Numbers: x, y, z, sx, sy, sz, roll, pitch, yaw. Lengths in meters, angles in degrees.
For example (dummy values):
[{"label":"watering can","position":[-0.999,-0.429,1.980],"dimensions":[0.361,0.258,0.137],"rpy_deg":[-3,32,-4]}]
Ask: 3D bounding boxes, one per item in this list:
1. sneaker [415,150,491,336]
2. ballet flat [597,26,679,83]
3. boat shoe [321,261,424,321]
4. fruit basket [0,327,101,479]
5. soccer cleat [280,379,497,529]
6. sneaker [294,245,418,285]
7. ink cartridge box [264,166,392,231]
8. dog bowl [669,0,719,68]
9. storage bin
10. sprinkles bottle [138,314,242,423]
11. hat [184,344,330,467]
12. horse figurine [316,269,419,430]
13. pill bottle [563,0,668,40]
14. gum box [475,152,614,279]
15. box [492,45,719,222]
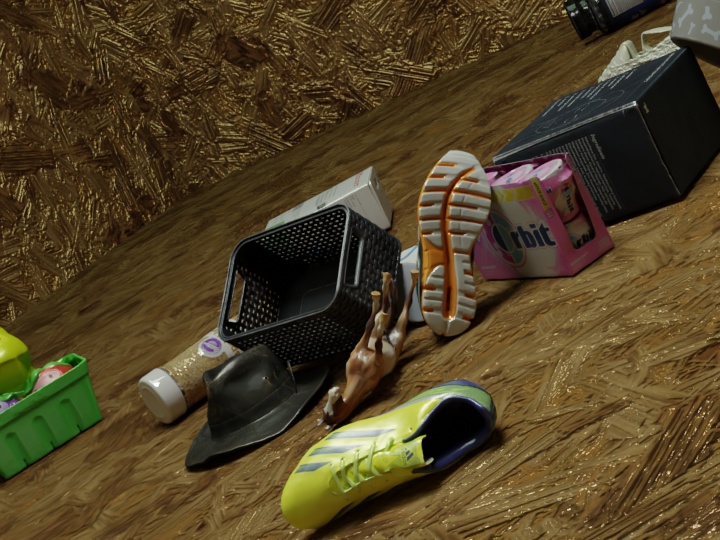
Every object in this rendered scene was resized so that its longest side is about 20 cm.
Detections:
[{"label":"sneaker","position":[0.091,-0.030,1.570],"dimensions":[0.078,0.202,0.077],"rpy_deg":[9,-5,-6]},{"label":"ballet flat","position":[0.456,-0.348,2.324],"dimensions":[0.199,0.072,0.072],"rpy_deg":[-20,14,42]},{"label":"boat shoe","position":[0.045,0.030,1.698],"dimensions":[0.199,0.070,0.066],"rpy_deg":[-14,-4,40]},{"label":"fruit basket","position":[-0.493,0.165,2.071],"dimensions":[0.215,0.216,0.155],"rpy_deg":[-32,12,-17]},{"label":"soccer cleat","position":[0.022,0.153,1.202],"dimensions":[0.199,0.065,0.084],"rpy_deg":[-30,14,-3]},{"label":"sneaker","position":[0.000,0.000,1.818],"dimensions":[0.200,0.105,0.076],"rpy_deg":[-35,13,-27]},{"label":"ink cartridge box","position":[-0.051,-0.075,2.321],"dimensions":[0.199,0.085,0.146],"rpy_deg":[-27,12,10]},{"label":"dog bowl","position":[0.453,-0.264,1.696],"dimensions":[0.200,0.199,0.059],"rpy_deg":[-132,64,-78]},{"label":"storage bin","position":[-0.059,0.022,1.672],"dimensions":[0.199,0.094,0.136],"rpy_deg":[-18,53,41]},{"label":"sprinkles bottle","position":[-0.189,0.116,1.872],"dimensions":[0.200,0.069,0.068],"rpy_deg":[-35,13,-29]},{"label":"hat","position":[-0.130,0.132,1.622],"dimensions":[0.200,0.081,0.201],"rpy_deg":[-27,12,6]},{"label":"horse figurine","position":[0.016,0.073,1.508],"dimensions":[0.050,0.133,0.200],"rpy_deg":[18,23,7]},{"label":"pill bottle","position":[0.517,-0.551,2.939],"dimensions":[0.199,0.112,0.112],"rpy_deg":[-27,11,9]},{"label":"gum box","position":[0.183,-0.057,1.596],"dimensions":[0.066,0.114,0.200],"rpy_deg":[-33,12,-23]},{"label":"box","position":[0.293,-0.146,1.687],"dimensions":[0.196,0.124,0.200],"rpy_deg":[-22,13,39]}]
